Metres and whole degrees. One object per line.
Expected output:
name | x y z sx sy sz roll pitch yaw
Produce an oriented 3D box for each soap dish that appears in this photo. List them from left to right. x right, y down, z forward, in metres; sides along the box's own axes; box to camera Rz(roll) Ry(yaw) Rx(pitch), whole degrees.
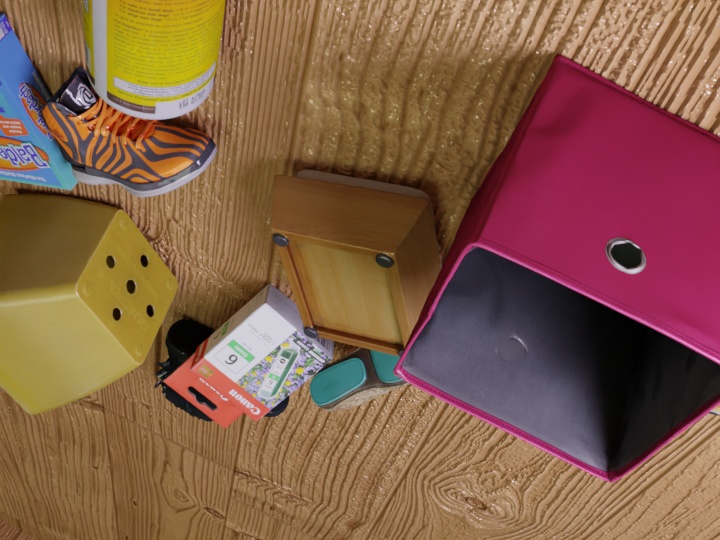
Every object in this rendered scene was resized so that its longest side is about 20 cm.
soap dish | 0.000 0.000 0.914 0.157 0.081 0.200 12 144 22

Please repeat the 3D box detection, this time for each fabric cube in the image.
fabric cube | 0.169 0.003 0.700 0.196 0.200 0.200 27 146 2

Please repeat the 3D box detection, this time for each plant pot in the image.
plant pot | -0.339 0.029 1.102 0.176 0.200 0.200 -9 133 25

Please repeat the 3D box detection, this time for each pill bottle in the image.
pill bottle | -0.158 -0.218 0.717 0.109 0.109 0.200 26 146 2

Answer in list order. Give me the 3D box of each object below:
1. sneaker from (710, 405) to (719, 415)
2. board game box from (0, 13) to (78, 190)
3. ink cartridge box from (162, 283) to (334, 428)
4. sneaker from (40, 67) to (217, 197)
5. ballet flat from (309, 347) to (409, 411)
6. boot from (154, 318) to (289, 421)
sneaker | 0.288 0.093 0.862 0.200 0.076 0.088 16 159 22
board game box | -0.396 -0.179 0.985 0.152 0.045 0.200 9 142 25
ink cartridge box | -0.138 0.118 1.108 0.200 0.050 0.109 -41 111 21
sneaker | -0.239 -0.137 0.904 0.200 0.078 0.112 3 140 31
ballet flat | 0.027 0.107 1.052 0.200 0.071 0.065 -25 160 38
boot | -0.190 0.160 1.256 0.198 0.073 0.163 31 144 9
